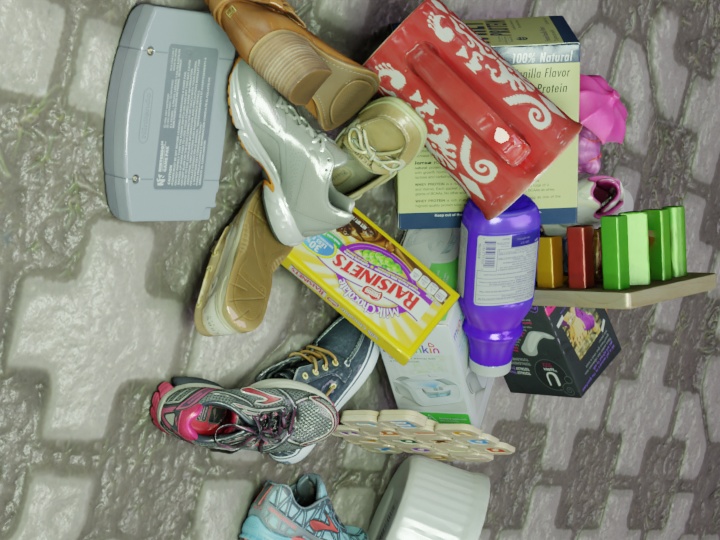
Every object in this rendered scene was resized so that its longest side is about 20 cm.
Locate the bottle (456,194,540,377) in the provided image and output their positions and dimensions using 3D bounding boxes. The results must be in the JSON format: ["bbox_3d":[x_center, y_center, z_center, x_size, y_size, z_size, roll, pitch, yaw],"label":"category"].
[{"bbox_3d":[0.146,0.017,1.631,0.083,0.065,0.201,-7,118,-15],"label":"bottle"}]

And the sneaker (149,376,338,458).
[{"bbox_3d":[-0.110,0.155,1.537,0.199,0.075,0.081,3,100,-30],"label":"sneaker"}]

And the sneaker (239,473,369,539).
[{"bbox_3d":[-0.047,0.279,1.708,0.200,0.079,0.096,22,83,-53],"label":"sneaker"}]

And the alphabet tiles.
[{"bbox_3d":[0.067,0.189,1.733,0.200,0.195,0.015,32,61,-51],"label":"alphabet tiles"}]

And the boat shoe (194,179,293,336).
[{"bbox_3d":[-0.120,-0.015,1.523,0.074,0.069,0.201,49,39,-28],"label":"boat shoe"}]

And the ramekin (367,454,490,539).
[{"bbox_3d":[0.068,0.314,1.780,0.200,0.097,0.201,-157,-90,-86],"label":"ramekin"}]

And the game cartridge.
[{"bbox_3d":[-0.181,-0.146,1.430,0.133,0.040,0.201,-4,104,-55],"label":"game cartridge"}]

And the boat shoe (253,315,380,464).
[{"bbox_3d":[-0.049,0.109,1.651,0.201,0.071,0.091,-58,144,-19],"label":"boat shoe"}]

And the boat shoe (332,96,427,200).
[{"bbox_3d":[-0.001,-0.110,1.528,0.073,0.200,0.063,44,59,-12],"label":"boat shoe"}]

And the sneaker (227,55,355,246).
[{"bbox_3d":[-0.062,-0.126,1.489,0.076,0.092,0.201,-67,140,-61],"label":"sneaker"}]

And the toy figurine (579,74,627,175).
[{"bbox_3d":[0.232,-0.171,1.828,0.150,0.183,0.201,-28,123,-44],"label":"toy figurine"}]

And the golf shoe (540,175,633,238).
[{"bbox_3d":[0.292,-0.079,1.839,0.200,0.091,0.076,-10,82,-53],"label":"golf shoe"}]

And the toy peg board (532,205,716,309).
[{"bbox_3d":[0.266,-0.019,1.715,0.199,0.198,0.098,-8,98,-49],"label":"toy peg board"}]

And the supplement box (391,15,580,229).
[{"bbox_3d":[0.133,-0.163,1.664,0.134,0.199,0.201,-92,180,-69],"label":"supplement box"}]

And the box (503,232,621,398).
[{"bbox_3d":[0.225,0.048,1.912,0.106,0.122,0.201,-43,119,-35],"label":"box"}]

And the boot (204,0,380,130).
[{"bbox_3d":[-0.071,-0.213,1.443,0.077,0.155,0.200,-47,162,19],"label":"boot"}]

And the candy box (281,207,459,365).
[{"bbox_3d":[0.000,0.000,1.606,0.102,0.200,0.026,-50,178,-28],"label":"candy box"}]

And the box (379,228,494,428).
[{"bbox_3d":[0.096,0.056,1.754,0.200,0.096,0.177,-67,150,-45],"label":"box"}]

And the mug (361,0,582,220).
[{"bbox_3d":[0.111,-0.172,1.497,0.200,0.178,0.133,45,69,-2],"label":"mug"}]
